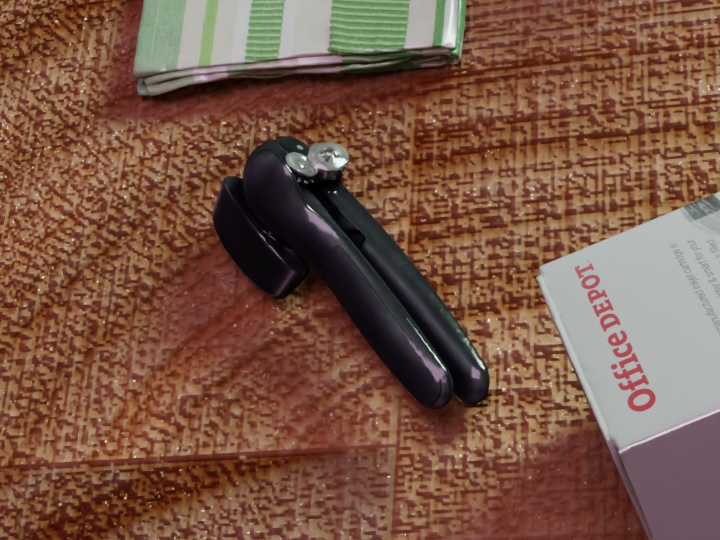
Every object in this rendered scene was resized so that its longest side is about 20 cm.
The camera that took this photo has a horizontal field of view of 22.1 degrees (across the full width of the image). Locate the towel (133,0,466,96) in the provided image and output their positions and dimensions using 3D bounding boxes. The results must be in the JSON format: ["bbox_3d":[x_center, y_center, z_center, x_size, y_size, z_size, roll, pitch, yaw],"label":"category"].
[{"bbox_3d":[-0.033,-0.174,1.094,0.199,0.023,0.153,-4,59,17],"label":"towel"}]

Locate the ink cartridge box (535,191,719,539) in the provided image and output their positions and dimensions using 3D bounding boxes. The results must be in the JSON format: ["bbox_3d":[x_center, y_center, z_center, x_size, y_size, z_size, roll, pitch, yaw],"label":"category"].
[{"bbox_3d":[0.196,0.028,0.823,0.200,0.084,0.145,-23,34,5],"label":"ink cartridge box"}]

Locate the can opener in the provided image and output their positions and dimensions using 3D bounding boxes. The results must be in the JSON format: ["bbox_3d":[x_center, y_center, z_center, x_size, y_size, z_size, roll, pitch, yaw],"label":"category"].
[{"bbox_3d":[0.000,0.000,0.966,0.063,0.079,0.200,-17,49,-41],"label":"can opener"}]
